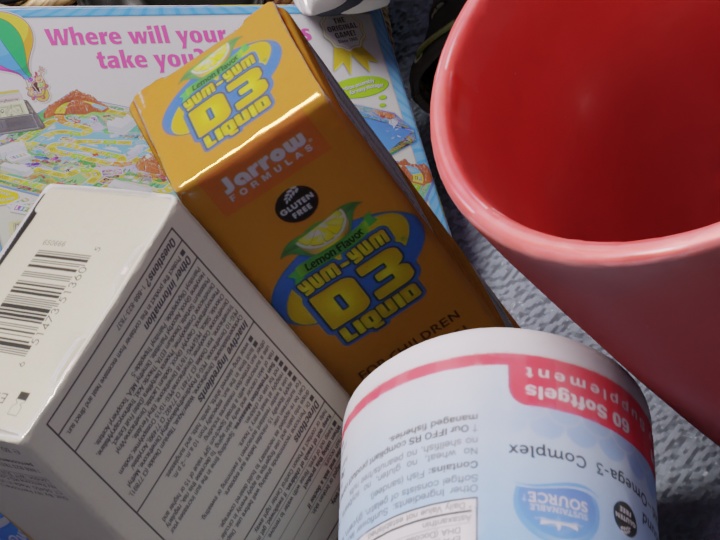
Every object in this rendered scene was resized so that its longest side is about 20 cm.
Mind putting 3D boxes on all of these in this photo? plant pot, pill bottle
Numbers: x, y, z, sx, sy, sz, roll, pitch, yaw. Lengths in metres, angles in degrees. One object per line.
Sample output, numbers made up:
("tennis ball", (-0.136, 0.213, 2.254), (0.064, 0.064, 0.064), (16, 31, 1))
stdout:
("plant pot", (0.148, -0.029, 0.808), (0.199, 0.178, 0.201), (-22, 41, 21))
("pill bottle", (0.045, 0.127, 0.787), (0.108, 0.109, 0.201), (-18, 49, 24))

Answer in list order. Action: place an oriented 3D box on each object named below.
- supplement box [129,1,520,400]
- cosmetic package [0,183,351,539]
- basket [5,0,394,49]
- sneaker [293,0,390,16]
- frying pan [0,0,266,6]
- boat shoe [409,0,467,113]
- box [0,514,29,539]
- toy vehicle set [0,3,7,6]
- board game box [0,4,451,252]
("supplement box", (0.000, 0.000, 0.879), (0.066, 0.200, 0.069), (-34, 38, 6))
("cosmetic package", (-0.058, 0.071, 0.856), (0.071, 0.200, 0.106), (7, 56, 43))
("basket", (-0.091, -0.124, 1.185), (0.199, 0.150, 0.143), (-29, 6, 13))
("sneaker", (0.021, -0.188, 1.038), (0.129, 0.080, 0.200), (-4, 40, -13))
("frying pan", (-0.105, -0.120, 1.069), (0.190, 0.115, 0.031), (-32, -7, 41))
("boat shoe", (0.104, -0.100, 0.999), (0.201, 0.072, 0.060), (-5, 46, 44))
("box", (-0.098, 0.021, 0.999), (0.102, 0.094, 0.201), (-30, 34, 48))
("toy vehicle set", (-0.178, -0.008, 1.044), (0.124, 0.026, 0.201), (-107, 32, -76))
("board game box", (-0.066, -0.039, 0.957), (0.034, 0.199, 0.135), (-45, 55, 53))
